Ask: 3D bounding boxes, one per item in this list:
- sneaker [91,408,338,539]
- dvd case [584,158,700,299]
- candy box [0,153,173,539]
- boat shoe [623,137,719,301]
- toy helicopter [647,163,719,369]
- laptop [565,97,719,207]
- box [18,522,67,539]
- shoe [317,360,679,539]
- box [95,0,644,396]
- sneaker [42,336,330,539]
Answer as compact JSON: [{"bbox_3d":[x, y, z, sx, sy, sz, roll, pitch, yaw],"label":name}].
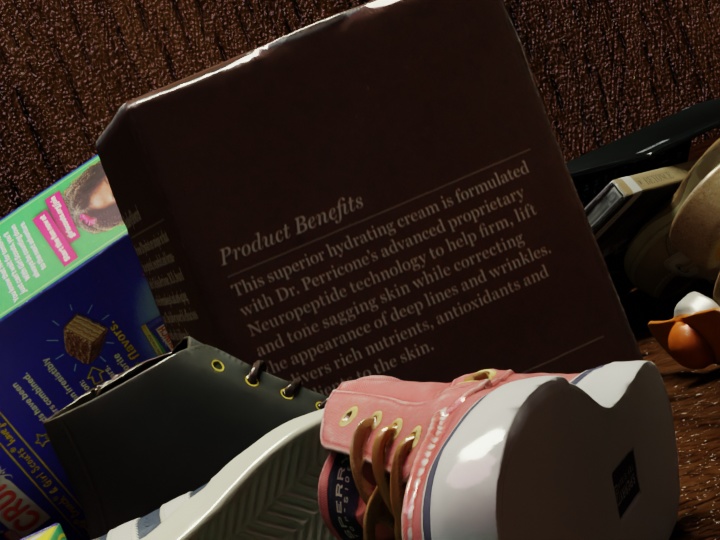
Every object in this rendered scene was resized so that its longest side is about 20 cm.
[{"bbox_3d":[-0.053,0.099,0.605,0.084,0.076,0.199,-14,8,45],"label":"sneaker"},{"bbox_3d":[0.147,-0.012,1.143,0.149,0.016,0.199,-47,-17,31],"label":"dvd case"},{"bbox_3d":[-0.131,0.045,0.992,0.199,0.170,0.077,-35,41,-3],"label":"candy box"},{"bbox_3d":[0.203,-0.019,1.089,0.071,0.065,0.200,-33,-13,-18],"label":"boat shoe"},{"bbox_3d":[0.164,-0.009,0.812,0.132,0.079,0.200,-48,-22,13],"label":"toy helicopter"},{"bbox_3d":[0.183,-0.033,1.210,0.176,0.202,0.103,-23,43,-36],"label":"laptop"},{"bbox_3d":[-0.178,0.161,0.822,0.116,0.049,0.200,-23,4,-5],"label":"box"},{"bbox_3d":[0.026,0.064,0.527,0.090,0.072,0.200,-9,1,19],"label":"shoe"},{"bbox_3d":[0.000,0.000,0.846,0.165,0.202,0.164,-22,2,-12],"label":"box"},{"bbox_3d":[-0.010,0.059,0.709,0.199,0.107,0.075,-24,2,-24],"label":"sneaker"}]
